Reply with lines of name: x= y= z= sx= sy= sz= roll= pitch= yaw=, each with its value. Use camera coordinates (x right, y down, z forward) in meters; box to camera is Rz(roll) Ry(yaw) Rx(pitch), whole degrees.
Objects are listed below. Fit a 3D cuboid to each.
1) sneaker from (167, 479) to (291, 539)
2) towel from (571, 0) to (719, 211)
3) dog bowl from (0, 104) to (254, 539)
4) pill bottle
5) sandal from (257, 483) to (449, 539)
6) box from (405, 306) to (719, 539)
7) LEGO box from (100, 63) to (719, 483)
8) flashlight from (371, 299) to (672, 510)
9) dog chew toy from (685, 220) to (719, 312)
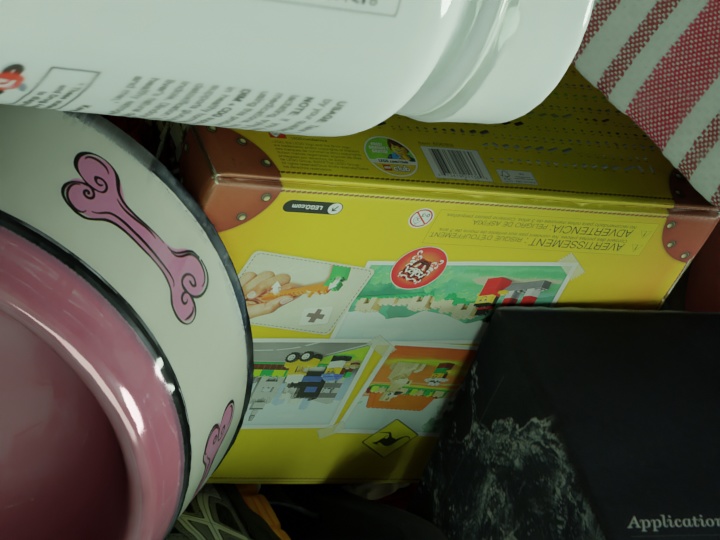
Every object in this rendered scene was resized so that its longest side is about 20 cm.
sneaker: x=-0.069 y=0.107 z=0.848 sx=0.077 sy=0.200 sz=0.078 roll=2 pitch=107 yaw=-37
towel: x=0.151 y=-0.078 z=0.759 sx=0.146 sy=0.200 sz=0.030 roll=-50 pitch=166 yaw=30
dog bowl: x=-0.136 y=0.035 z=0.748 sx=0.200 sy=0.074 sz=0.200 roll=5 pitch=128 yaw=6
pill bottle: x=-0.040 y=-0.096 z=0.681 sx=0.200 sy=0.113 sz=0.113 roll=5 pitch=134 yaw=-31
sandal: x=-0.034 y=0.105 z=0.893 sx=0.043 sy=0.076 sz=0.200 roll=0 pitch=179 yaw=-31
box: x=0.094 y=0.149 z=0.830 sx=0.117 sy=0.200 sz=0.197 roll=2 pitch=131 yaw=-23
LEGO box: x=0.000 y=0.000 z=0.844 sx=0.200 sy=0.077 sz=0.149 roll=3 pitch=135 yaw=-31
flashlight: x=0.044 y=0.079 z=0.975 sx=0.200 sy=0.068 sz=0.068 roll=-29 pitch=111 yaw=14
dog chew toy: x=0.207 y=0.025 z=0.952 sx=0.125 sy=0.125 sz=0.200 roll=-38 pitch=151 yaw=17
